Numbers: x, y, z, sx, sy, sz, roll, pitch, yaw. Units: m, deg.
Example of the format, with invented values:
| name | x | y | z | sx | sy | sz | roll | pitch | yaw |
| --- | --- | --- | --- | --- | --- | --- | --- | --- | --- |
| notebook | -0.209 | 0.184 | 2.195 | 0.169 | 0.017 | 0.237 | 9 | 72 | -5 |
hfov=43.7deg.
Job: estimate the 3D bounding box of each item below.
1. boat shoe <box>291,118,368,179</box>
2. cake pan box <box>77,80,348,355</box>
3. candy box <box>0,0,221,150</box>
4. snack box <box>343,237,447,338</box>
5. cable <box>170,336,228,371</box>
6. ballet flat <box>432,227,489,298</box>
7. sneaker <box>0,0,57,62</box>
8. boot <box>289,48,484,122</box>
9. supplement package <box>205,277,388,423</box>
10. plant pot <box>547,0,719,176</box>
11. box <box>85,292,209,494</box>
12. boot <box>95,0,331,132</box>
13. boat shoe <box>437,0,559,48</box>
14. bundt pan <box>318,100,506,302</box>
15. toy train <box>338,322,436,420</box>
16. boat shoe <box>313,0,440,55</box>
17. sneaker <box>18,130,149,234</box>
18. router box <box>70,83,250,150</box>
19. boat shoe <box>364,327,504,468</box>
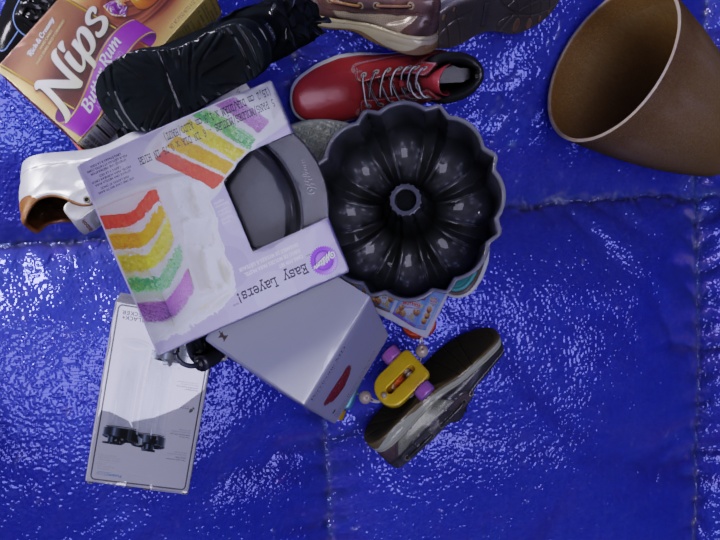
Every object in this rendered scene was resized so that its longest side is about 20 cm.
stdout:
| name | x | y | z | sx | sy | sz | roll | pitch | yaw |
| --- | --- | --- | --- | --- | --- | --- | --- | --- | --- |
| boat shoe | -0.084 | -0.112 | 0.985 | 0.197 | 0.062 | 0.076 | -19 | 82 | -4 |
| cake pan box | -0.125 | -0.047 | 0.804 | 0.197 | 0.052 | 0.187 | -22 | 94 | -2 |
| candy box | -0.247 | -0.229 | 0.891 | 0.116 | 0.056 | 0.200 | 41 | 84 | 6 |
| snack box | 0.000 | 0.000 | 0.991 | 0.198 | 0.024 | 0.073 | 27 | 126 | 5 |
| cable | -0.125 | 0.004 | 0.931 | 0.050 | 0.163 | 0.203 | 17 | 98 | 26 |
| ballet flat | 0.109 | -0.058 | 0.994 | 0.068 | 0.070 | 0.203 | -1 | 66 | -11 |
| sneaker | -0.316 | -0.289 | 0.908 | 0.069 | 0.078 | 0.202 | 28 | 91 | -13 |
| boot | 0.025 | -0.197 | 0.953 | 0.197 | 0.144 | 0.074 | -13 | 107 | -7 |
| supplement package | -0.056 | 0.069 | 0.924 | 0.119 | 0.200 | 0.122 | 31 | 82 | 13 |
| plant pot | 0.348 | -0.189 | 1.014 | 0.198 | 0.186 | 0.189 | 24 | 93 | -26 |
| box | -0.230 | 0.136 | 0.993 | 0.115 | 0.060 | 0.204 | 9 | 96 | -12 |
| boot | -0.134 | -0.206 | 0.851 | 0.196 | 0.163 | 0.074 | -16 | 112 | 25 |
| boat shoe | 0.139 | -0.307 | 0.995 | 0.198 | 0.072 | 0.076 | -17 | 142 | -27 |
| bundt pan | 0.049 | -0.065 | 0.920 | 0.198 | 0.076 | 0.206 | -1 | 82 | 8 |
| toy train | 0.013 | 0.091 | 1.043 | 0.197 | 0.056 | 0.152 | -17 | 74 | 2 |
| boat shoe | -0.005 | -0.289 | 0.933 | 0.198 | 0.072 | 0.073 | 27 | 132 | 21 |
| sneaker | -0.231 | -0.075 | 0.855 | 0.197 | 0.073 | 0.086 | -11 | 59 | 10 |
| router box | -0.202 | -0.155 | 0.934 | 0.179 | 0.049 | 0.201 | -39 | 83 | -3 |
| boat shoe | 0.095 | 0.151 | 1.059 | 0.200 | 0.072 | 0.066 | -41 | 114 | -4 |
